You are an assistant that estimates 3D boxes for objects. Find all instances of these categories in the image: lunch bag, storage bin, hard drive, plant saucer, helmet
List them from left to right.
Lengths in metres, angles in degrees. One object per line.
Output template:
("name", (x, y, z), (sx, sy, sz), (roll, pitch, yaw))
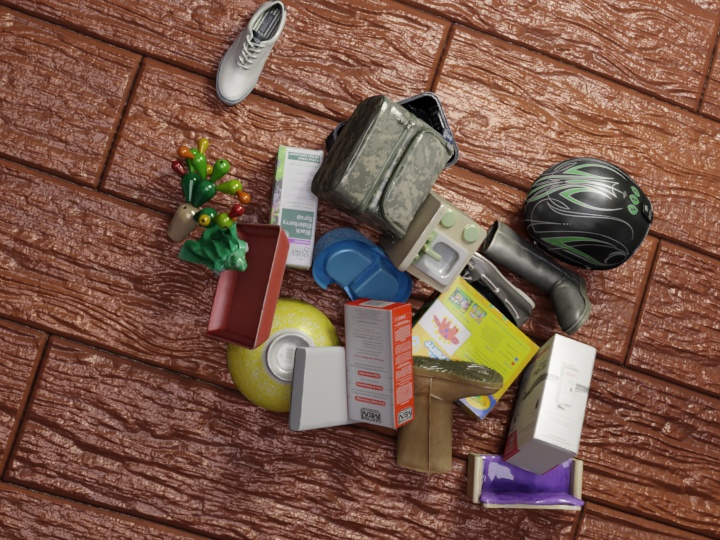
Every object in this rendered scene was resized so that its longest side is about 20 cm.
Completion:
("plant saucer", (-0.181, 0.024, 1.659), (0.037, 0.200, 0.201), (14, 87, -30))
("hard drive", (-0.046, 0.193, 1.684), (0.027, 0.200, 0.133), (5, 90, 33))
("lunch bag", (0.043, -0.167, 1.642), (0.167, 0.139, 0.201), (32, 82, -22))
("storage bin", (0.054, -0.213, 1.756), (0.199, 0.094, 0.136), (-22, 91, -11))
("helmet", (0.388, -0.105, 1.764), (0.190, 0.200, 0.201), (25, 84, -16))

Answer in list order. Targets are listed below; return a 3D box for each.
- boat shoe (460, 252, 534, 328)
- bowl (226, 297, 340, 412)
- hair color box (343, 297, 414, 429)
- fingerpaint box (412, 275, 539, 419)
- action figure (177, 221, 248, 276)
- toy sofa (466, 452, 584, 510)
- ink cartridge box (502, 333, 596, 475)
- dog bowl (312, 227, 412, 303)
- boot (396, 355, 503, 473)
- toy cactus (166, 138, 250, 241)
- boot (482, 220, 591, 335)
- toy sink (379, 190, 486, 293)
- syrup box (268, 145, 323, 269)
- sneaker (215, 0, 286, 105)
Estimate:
("boat shoe", (0.223, 0.028, 1.788), (0.200, 0.067, 0.057), (38, 67, -10))
("bowl", (-0.123, 0.144, 1.702), (0.199, 0.108, 0.201), (1, 87, -11))
("hair color box", (0.031, 0.153, 1.680), (0.061, 0.101, 0.201), (-14, 106, -51))
("fingerpaint box", (0.183, 0.134, 1.775), (0.200, 0.073, 0.167), (41, 81, -6))
("action figure", (-0.224, -0.031, 1.643), (0.118, 0.200, 0.055), (-44, 114, -7))
("toy sofa", (0.292, 0.369, 1.774), (0.199, 0.098, 0.083), (4, 88, -9))
("ink cartridge box", (0.324, 0.231, 1.730), (0.082, 0.147, 0.201), (21, 61, -4))
("dog bowl", (0.000, 0.000, 1.716), (0.111, 0.050, 0.200), (-42, 126, 18))
("boot", (0.151, 0.252, 1.716), (0.174, 0.066, 0.201), (10, 112, 20))
("toy cactus", (-0.272, -0.117, 1.675), (0.165, 0.102, 0.200), (-51, 59, 22))
("boot", (0.306, 0.009, 1.767), (0.200, 0.182, 0.073), (37, 114, -14))
("toy sink", (0.125, -0.050, 1.690), (0.112, 0.200, 0.131), (32, 97, -14))
("syrup box", (-0.115, -0.105, 1.726), (0.078, 0.081, 0.201), (7, 86, -8))
("sneaker", (-0.190, -0.380, 1.728), (0.073, 0.071, 0.201), (25, 83, -8))
